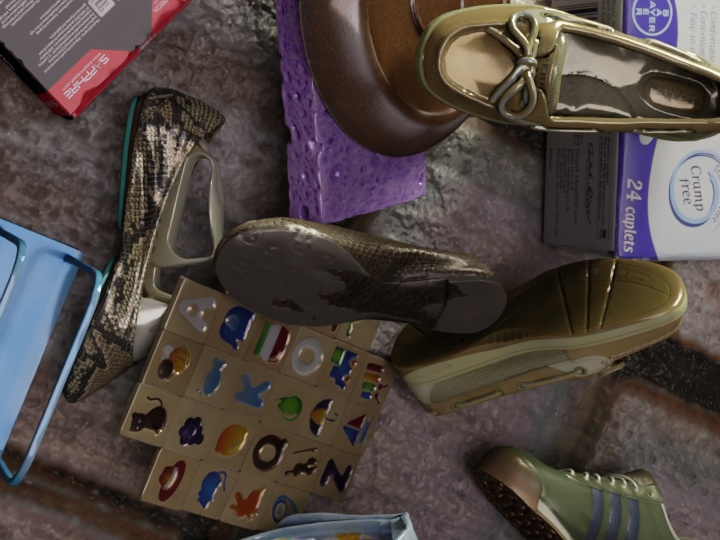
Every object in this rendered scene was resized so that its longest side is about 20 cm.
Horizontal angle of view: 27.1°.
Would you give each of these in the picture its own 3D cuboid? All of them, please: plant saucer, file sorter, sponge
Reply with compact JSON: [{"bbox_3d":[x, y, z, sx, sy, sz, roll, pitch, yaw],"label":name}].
[{"bbox_3d":[0.039,-0.170,0.931,0.200,0.032,0.202,-14,108,-49],"label":"plant saucer"},{"bbox_3d":[-0.261,0.022,0.832,0.199,0.123,0.139,23,88,-23],"label":"file sorter"},{"bbox_3d":[-0.005,-0.135,0.931,0.111,0.030,0.201,-19,110,-47],"label":"sponge"}]

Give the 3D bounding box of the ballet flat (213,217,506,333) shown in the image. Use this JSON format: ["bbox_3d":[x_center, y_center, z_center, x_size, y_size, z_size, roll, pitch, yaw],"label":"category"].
[{"bbox_3d":[0.000,0.000,0.924,0.199,0.046,0.068,8,124,-26],"label":"ballet flat"}]

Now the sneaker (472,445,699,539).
[{"bbox_3d":[0.168,0.170,1.056,0.200,0.067,0.090,46,72,-20],"label":"sneaker"}]

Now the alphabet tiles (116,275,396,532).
[{"bbox_3d":[-0.059,0.080,0.943,0.200,0.006,0.167,25,87,-44],"label":"alphabet tiles"}]

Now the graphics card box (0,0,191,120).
[{"bbox_3d":[-0.198,-0.202,0.870,0.126,0.051,0.200,-47,111,-10],"label":"graphics card box"}]

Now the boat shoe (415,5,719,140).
[{"bbox_3d":[0.134,-0.116,0.896,0.199,0.063,0.074,12,94,-12],"label":"boat shoe"}]

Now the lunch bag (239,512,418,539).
[{"bbox_3d":[-0.042,0.255,0.937,0.199,0.127,0.170,-19,112,-9],"label":"lunch bag"}]

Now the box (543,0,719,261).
[{"bbox_3d":[0.237,-0.104,1.027,0.199,0.105,0.185,-2,97,-22],"label":"box"}]

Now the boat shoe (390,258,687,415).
[{"bbox_3d":[0.119,0.048,0.970,0.200,0.073,0.063,-18,124,22],"label":"boat shoe"}]

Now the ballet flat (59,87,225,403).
[{"bbox_3d":[-0.124,-0.009,0.908,0.075,0.068,0.201,15,88,1],"label":"ballet flat"}]
